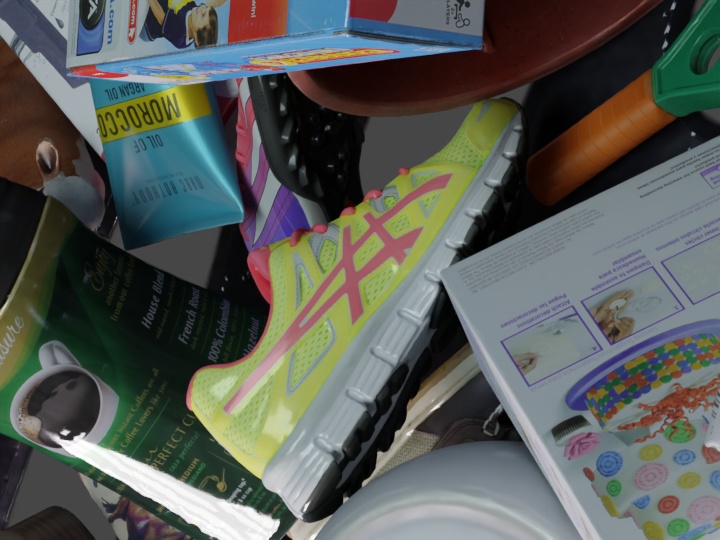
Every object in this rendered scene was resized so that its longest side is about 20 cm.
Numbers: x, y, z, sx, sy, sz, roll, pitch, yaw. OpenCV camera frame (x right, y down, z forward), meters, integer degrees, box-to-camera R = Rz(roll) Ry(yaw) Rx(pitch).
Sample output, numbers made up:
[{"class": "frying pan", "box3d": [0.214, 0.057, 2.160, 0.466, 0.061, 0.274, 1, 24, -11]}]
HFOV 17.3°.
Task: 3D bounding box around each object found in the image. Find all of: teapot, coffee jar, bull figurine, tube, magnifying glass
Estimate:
[{"class": "teapot", "box3d": [0.076, 0.154, 0.971, 0.199, 0.146, 0.198, 15, 104, 30]}, {"class": "coffee jar", "box3d": [-0.107, 0.042, 1.031, 0.200, 0.085, 0.104, 28, 126, -14]}, {"class": "bull figurine", "box3d": [-0.175, -0.047, 1.147, 0.121, 0.200, 0.065, -24, 123, 11]}, {"class": "tube", "box3d": [-0.099, -0.113, 1.046, 0.077, 0.050, 0.201, -11, 92, 47]}, {"class": "magnifying glass", "box3d": [0.139, -0.082, 0.963, 0.200, 0.022, 0.080, -34, 42, 40]}]

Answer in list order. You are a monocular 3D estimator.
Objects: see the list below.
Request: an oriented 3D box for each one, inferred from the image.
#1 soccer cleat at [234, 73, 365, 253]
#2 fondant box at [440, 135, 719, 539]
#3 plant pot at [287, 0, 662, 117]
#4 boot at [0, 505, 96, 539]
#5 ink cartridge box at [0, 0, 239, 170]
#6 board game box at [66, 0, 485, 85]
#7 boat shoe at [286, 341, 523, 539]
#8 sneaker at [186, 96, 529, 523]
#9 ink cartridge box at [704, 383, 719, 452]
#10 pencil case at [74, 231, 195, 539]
[{"class": "soccer cleat", "box3d": [-0.031, -0.042, 1.044, 0.073, 0.068, 0.200, 8, 132, 34]}, {"class": "fondant box", "box3d": [0.132, 0.040, 0.871, 0.200, 0.144, 0.058, -120, 5, -54]}, {"class": "plant pot", "box3d": [0.026, -0.200, 0.960, 0.201, 0.200, 0.196, -41, 61, 34]}, {"class": "boot", "box3d": [-0.144, 0.214, 1.108, 0.200, 0.146, 0.070, 50, 146, -11]}, {"class": "ink cartridge box", "box3d": [-0.094, -0.143, 1.117, 0.200, 0.084, 0.145, 49, 120, 24]}, {"class": "board game box", "box3d": [-0.031, -0.171, 0.837, 0.196, 0.056, 0.201, 1, 88, 56]}, {"class": "boat shoe", "box3d": [0.047, 0.075, 1.040, 0.200, 0.072, 0.065, -43, 83, 27]}, {"class": "sneaker", "box3d": [0.000, 0.000, 0.981, 0.090, 0.078, 0.200, 29, 70, 17]}, {"class": "ink cartridge box", "box3d": [0.226, 0.009, 0.748, 0.199, 0.050, 0.161, 16, 92, 2]}, {"class": "pencil case", "box3d": [-0.110, 0.070, 1.154, 0.200, 0.078, 0.090, 52, 146, 23]}]
